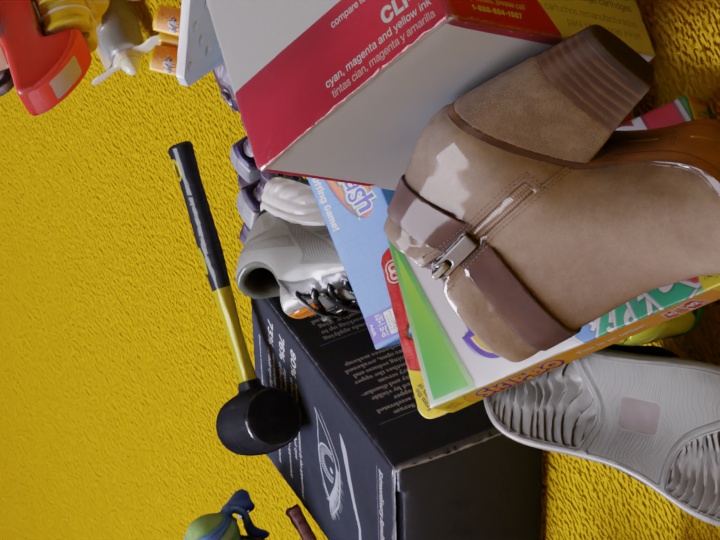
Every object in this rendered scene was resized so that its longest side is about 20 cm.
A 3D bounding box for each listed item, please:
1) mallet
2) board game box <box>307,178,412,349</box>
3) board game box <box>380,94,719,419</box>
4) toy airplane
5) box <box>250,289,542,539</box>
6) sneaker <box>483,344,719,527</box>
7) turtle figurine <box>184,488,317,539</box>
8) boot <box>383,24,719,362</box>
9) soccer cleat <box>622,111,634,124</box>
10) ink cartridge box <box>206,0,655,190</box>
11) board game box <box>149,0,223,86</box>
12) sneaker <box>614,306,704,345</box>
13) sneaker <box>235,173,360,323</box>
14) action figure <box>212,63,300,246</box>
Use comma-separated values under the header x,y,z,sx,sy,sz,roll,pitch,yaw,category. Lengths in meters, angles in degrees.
x,y,z,sx,sy,sz,roll,pitch,yaw,category
-0.087,0.021,1.795,0.201,0.041,0.066,71,158,10,mallet
0.023,-0.064,1.571,0.045,0.152,0.200,-27,82,30,board game box
0.094,-0.003,1.413,0.200,0.030,0.096,-26,69,32,board game box
-0.207,-0.223,2.075,0.200,0.141,0.200,-45,-48,-72,toy airplane
0.021,0.099,1.783,0.200,0.104,0.148,51,152,41,box
0.170,0.073,1.441,0.200,0.106,0.075,20,102,32,sneaker
-0.068,0.261,1.826,0.194,0.200,0.144,42,134,-20,turtle figurine
0.114,-0.011,1.319,0.200,0.070,0.146,44,114,2,boot
0.070,-0.135,1.477,0.200,0.076,0.067,58,157,29,soccer cleat
0.018,-0.159,1.382,0.145,0.145,0.200,-37,61,38,ink cartridge box
-0.057,-0.221,1.540,0.026,0.200,0.201,13,115,17,board game box
0.096,-0.021,1.481,0.200,0.084,0.074,44,104,33,sneaker
0.000,0.000,1.704,0.074,0.079,0.200,38,164,-35,sneaker
-0.058,-0.099,1.808,0.200,0.069,0.130,87,160,-61,action figure
